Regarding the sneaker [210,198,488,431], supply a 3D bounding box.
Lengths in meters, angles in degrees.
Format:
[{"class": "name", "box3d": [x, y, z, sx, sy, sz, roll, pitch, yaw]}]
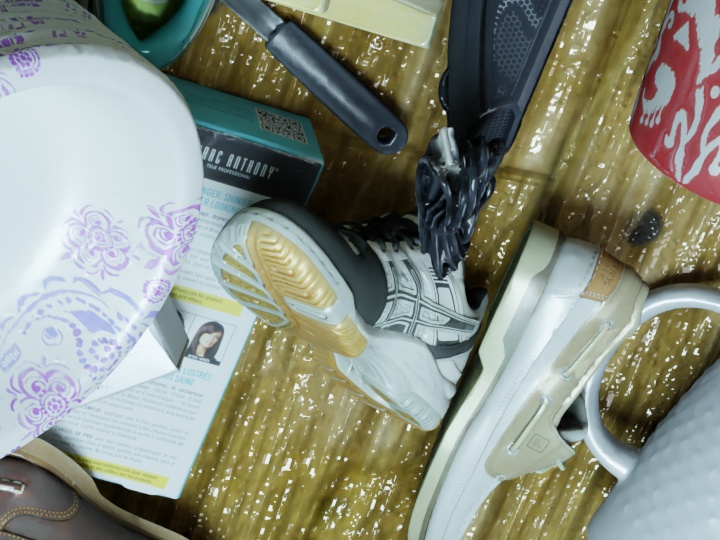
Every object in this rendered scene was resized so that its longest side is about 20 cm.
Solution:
[{"class": "sneaker", "box3d": [0.000, 0.000, 0.899, 0.088, 0.076, 0.200, -60, 150, -10]}]

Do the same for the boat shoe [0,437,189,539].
[{"class": "boat shoe", "box3d": [-0.137, 0.151, 0.961, 0.070, 0.070, 0.200, -13, 145, 29]}]

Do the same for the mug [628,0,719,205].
[{"class": "mug", "box3d": [0.220, -0.121, 0.851, 0.178, 0.133, 0.200, 33, 122, 22]}]

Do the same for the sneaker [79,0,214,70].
[{"class": "sneaker", "box3d": [-0.067, -0.175, 0.801, 0.077, 0.080, 0.200, 11, 103, -9]}]

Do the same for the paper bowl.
[{"class": "paper bowl", "box3d": [-0.168, -0.023, 0.751, 0.201, 0.104, 0.201, -34, 147, -26]}]

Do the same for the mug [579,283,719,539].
[{"class": "mug", "box3d": [0.204, 0.091, 0.989, 0.200, 0.148, 0.175, 35, 105, 6]}]

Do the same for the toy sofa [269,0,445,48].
[{"class": "toy sofa", "box3d": [-0.015, -0.149, 0.758, 0.083, 0.200, 0.098, 18, 96, 13]}]

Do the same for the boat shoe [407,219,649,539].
[{"class": "boat shoe", "box3d": [0.080, 0.072, 0.967, 0.068, 0.075, 0.200, 22, 125, 1]}]

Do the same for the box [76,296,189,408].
[{"class": "box", "box3d": [-0.188, -0.022, 0.862, 0.156, 0.041, 0.200, -21, 108, 10]}]

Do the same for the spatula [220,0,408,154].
[{"class": "spatula", "box3d": [-0.048, -0.117, 0.880, 0.057, 0.021, 0.200, -46, 118, 10]}]

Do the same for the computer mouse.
[{"class": "computer mouse", "box3d": [0.058, -0.104, 0.841, 0.053, 0.139, 0.200, 22, 77, 4]}]

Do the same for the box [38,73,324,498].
[{"class": "box", "box3d": [-0.094, 0.011, 0.929, 0.082, 0.049, 0.200, 16, 115, -18]}]
